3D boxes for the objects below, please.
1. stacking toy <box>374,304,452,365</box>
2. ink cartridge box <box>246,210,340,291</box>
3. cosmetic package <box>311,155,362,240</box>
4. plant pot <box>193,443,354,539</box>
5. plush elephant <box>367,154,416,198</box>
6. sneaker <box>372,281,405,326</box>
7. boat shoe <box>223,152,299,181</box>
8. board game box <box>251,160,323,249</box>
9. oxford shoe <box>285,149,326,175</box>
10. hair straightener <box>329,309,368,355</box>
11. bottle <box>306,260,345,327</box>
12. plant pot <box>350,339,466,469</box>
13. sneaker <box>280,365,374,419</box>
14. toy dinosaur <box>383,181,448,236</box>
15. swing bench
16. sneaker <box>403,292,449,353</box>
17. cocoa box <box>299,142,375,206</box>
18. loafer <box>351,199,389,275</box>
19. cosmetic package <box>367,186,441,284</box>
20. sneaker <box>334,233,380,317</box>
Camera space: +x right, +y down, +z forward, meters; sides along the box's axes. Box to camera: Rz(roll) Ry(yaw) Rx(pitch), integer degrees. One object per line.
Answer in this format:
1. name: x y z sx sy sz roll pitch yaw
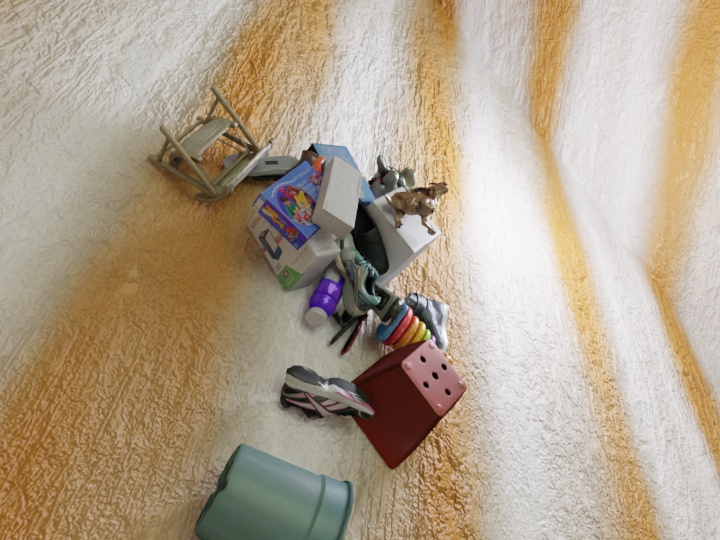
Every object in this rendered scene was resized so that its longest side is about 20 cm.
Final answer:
1. stacking toy: 0.141 0.173 1.377 0.199 0.110 0.116 37 2 -5
2. ink cartridge box: -0.159 -0.078 1.322 0.087 0.145 0.201 -14 67 -48
3. cosmetic package: -0.050 -0.164 1.266 0.082 0.051 0.201 32 40 -21
4. plant pot: -0.142 0.387 0.904 0.195 0.201 0.201 29 40 -7
5. plush elephant: 0.073 -0.265 1.696 0.200 0.163 0.156 48 42 -46
6. sneaker: 0.045 0.071 1.342 0.079 0.074 0.200 36 0 -18
7. boat shoe: -0.251 -0.256 1.459 0.198 0.057 0.069 -2 54 -21
8. board game box: -0.129 -0.148 1.256 0.134 0.045 0.200 44 38 -3
9. oxford shoe: -0.164 -0.209 1.440 0.072 0.071 0.201 29 82 6
10. hair straightener: -0.026 0.115 1.357 0.077 0.041 0.200 42 38 -5
11. bottle: -0.074 0.048 1.338 0.065 0.084 0.201 27 41 -4
12. plant pot: 0.109 0.266 1.238 0.201 0.176 0.199 52 38 8
13. sneaker: -0.071 0.263 1.152 0.198 0.087 0.080 24 13 -10
14. toy dinosaur: 0.125 -0.167 1.395 0.198 0.086 0.136 5 45 -25
15. swing bench: -0.340 -0.278 1.325 0.200 0.130 0.200 41 50 -9
16. sneaker: 0.152 0.149 1.465 0.145 0.077 0.204 25 47 -18
17. cocoa box: -0.075 -0.224 1.539 0.132 0.131 0.201 -6 61 -45
18. loafer: 0.013 -0.082 1.356 0.068 0.070 0.202 -25 94 -9
19. cosmetic package: 0.066 -0.076 1.482 0.167 0.200 0.167 50 38 6
20. sneaker: 0.000 0.000 1.317 0.077 0.086 0.202 6 66 -56
